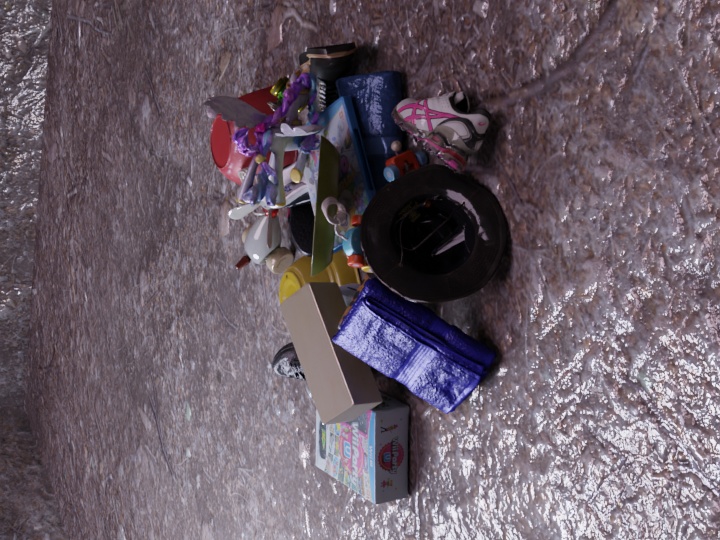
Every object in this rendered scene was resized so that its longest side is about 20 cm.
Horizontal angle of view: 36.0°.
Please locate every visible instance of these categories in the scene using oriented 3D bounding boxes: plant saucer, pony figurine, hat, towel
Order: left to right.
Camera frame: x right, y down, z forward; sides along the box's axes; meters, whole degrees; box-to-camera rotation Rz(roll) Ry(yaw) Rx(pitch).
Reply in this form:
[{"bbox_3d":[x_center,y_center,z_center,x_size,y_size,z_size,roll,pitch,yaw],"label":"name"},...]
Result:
[{"bbox_3d":[-0.126,-0.194,1.611,0.166,0.193,0.200,21,115,15],"label":"pony figurine"},{"bbox_3d":[-0.049,-0.090,1.564,0.200,0.031,0.200,-175,90,-88],"label":"plant saucer"},{"bbox_3d":[0.017,-0.193,1.632,0.112,0.049,0.200,2,95,45],"label":"towel"},{"bbox_3d":[0.067,0.108,1.485,0.200,0.050,0.148,32,136,2],"label":"towel"},{"bbox_3d":[0.102,-0.036,1.468,0.081,0.200,0.201,52,-163,-64],"label":"hat"}]

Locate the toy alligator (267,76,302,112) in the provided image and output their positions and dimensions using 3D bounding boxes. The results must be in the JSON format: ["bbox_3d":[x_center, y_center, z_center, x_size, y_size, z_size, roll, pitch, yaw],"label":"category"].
[{"bbox_3d":[-0.110,-0.294,1.810,0.054,0.059,0.200,-52,4,15],"label":"toy alligator"}]

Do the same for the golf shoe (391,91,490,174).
[{"bbox_3d":[0.111,-0.198,1.476,0.092,0.073,0.200,-52,33,5],"label":"golf shoe"}]

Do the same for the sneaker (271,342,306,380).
[{"bbox_3d":[-0.069,0.156,1.761,0.200,0.104,0.060,-16,119,27],"label":"sneaker"}]

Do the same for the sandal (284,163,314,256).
[{"bbox_3d":[-0.091,-0.096,1.850,0.045,0.075,0.200,97,161,-49],"label":"sandal"}]

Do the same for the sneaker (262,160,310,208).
[{"bbox_3d":[-0.055,-0.157,1.770,0.200,0.112,0.073,-19,87,26],"label":"sneaker"}]

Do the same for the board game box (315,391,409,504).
[{"bbox_3d":[0.000,0.261,1.738,0.200,0.064,0.148,16,109,59],"label":"board game box"}]

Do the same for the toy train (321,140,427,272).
[{"bbox_3d":[0.027,-0.081,1.531,0.056,0.200,0.150,-18,103,55],"label":"toy train"}]

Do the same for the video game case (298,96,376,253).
[{"bbox_3d":[-0.035,-0.139,1.648,0.143,0.018,0.200,-29,72,52],"label":"video game case"}]

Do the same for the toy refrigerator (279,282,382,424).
[{"bbox_3d":[-0.043,0.122,1.657,0.076,0.070,0.200,-37,65,36],"label":"toy refrigerator"}]

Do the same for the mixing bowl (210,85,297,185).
[{"bbox_3d":[-0.202,-0.231,1.988,0.200,0.108,0.200,17,110,59],"label":"mixing bowl"}]

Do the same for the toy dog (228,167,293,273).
[{"bbox_3d":[-0.183,-0.069,1.923,0.132,0.096,0.200,28,143,42],"label":"toy dog"}]

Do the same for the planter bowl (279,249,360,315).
[{"bbox_3d":[-0.080,0.043,1.829,0.200,0.083,0.201,13,105,60],"label":"planter bowl"}]

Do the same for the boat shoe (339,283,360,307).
[{"bbox_3d":[0.024,0.071,1.673,0.200,0.072,0.071,27,132,64],"label":"boat shoe"}]

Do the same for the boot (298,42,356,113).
[{"bbox_3d":[-0.043,-0.277,1.721,0.200,0.077,0.139,-151,54,-80],"label":"boot"}]

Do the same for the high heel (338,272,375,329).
[{"bbox_3d":[0.000,0.000,1.608,0.200,0.142,0.071,57,167,38],"label":"high heel"}]
